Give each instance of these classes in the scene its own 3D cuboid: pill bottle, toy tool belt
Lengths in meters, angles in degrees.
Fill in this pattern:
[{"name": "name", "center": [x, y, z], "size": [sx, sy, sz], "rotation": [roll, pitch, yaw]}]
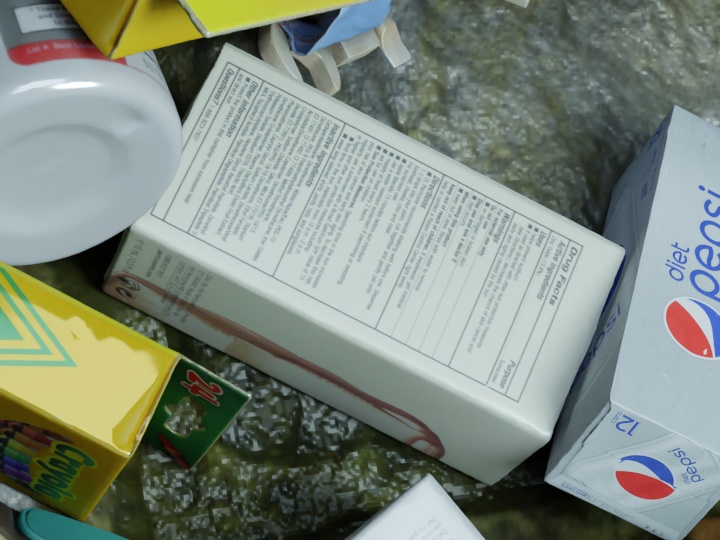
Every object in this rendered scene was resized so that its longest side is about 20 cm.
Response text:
[{"name": "pill bottle", "center": [-0.154, -0.112, 0.956], "size": [0.114, 0.114, 0.200], "rotation": [-11, 56, -19]}, {"name": "toy tool belt", "center": [-0.008, -0.140, 1.038], "size": [0.200, 0.125, 0.123], "rotation": [-34, 85, -38]}]

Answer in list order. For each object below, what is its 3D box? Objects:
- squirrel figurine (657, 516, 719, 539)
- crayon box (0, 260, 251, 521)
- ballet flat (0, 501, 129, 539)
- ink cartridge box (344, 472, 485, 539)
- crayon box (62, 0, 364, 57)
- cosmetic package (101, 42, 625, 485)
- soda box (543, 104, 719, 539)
[{"name": "squirrel figurine", "center": [0.210, 0.144, 0.969], "size": [0.200, 0.187, 0.142], "rotation": [-22, 78, -21]}, {"name": "crayon box", "center": [-0.153, 0.039, 0.935], "size": [0.200, 0.127, 0.051], "rotation": [27, 67, -5]}, {"name": "ballet flat", "center": [-0.155, 0.121, 0.951], "size": [0.200, 0.071, 0.065], "rotation": [26, 94, -3]}, {"name": "ink cartridge box", "center": [0.031, 0.210, 0.951], "size": [0.146, 0.084, 0.200], "rotation": [-38, 85, -23]}, {"name": "crayon box", "center": [-0.082, -0.158, 0.909], "size": [0.127, 0.051, 0.200], "rotation": [-18, 62, -43]}, {"name": "cosmetic package", "center": [0.000, 0.000, 1.014], "size": [0.200, 0.087, 0.104], "rotation": [28, 65, -4]}, {"name": "soda box", "center": [0.139, 0.020, 1.023], "size": [0.068, 0.063, 0.200], "rotation": [26, 44, -7]}]
